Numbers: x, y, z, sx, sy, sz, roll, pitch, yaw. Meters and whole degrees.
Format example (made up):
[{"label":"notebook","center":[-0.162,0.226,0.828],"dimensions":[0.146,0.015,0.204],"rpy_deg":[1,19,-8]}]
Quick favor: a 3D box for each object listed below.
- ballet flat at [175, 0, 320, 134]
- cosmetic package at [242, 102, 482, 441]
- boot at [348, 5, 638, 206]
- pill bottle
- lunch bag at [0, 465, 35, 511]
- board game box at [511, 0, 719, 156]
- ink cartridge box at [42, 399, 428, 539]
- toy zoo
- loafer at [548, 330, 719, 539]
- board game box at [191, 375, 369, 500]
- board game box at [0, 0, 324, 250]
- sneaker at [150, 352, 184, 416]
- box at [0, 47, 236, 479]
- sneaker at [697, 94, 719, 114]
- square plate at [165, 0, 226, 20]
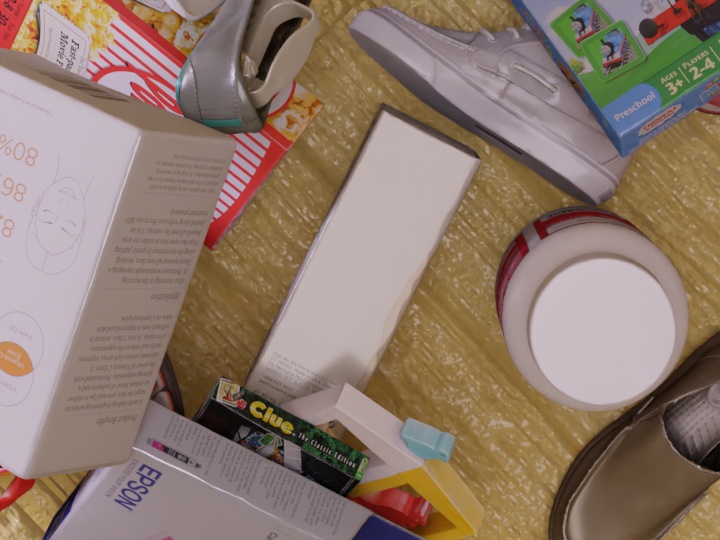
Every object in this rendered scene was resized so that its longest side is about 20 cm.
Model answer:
[{"label":"ballet flat","center":[-0.044,-0.160,1.264],"dimensions":[0.063,0.067,0.201],"rpy_deg":[6,58,29]},{"label":"cosmetic package","center":[0.000,0.000,1.368],"dimensions":[0.073,0.104,0.201],"rpy_deg":[27,98,-3]},{"label":"boot","center":[0.096,-0.133,1.375],"dimensions":[0.199,0.074,0.096],"rpy_deg":[33,86,-7]},{"label":"pill bottle","center":[0.140,0.023,1.317],"dimensions":[0.111,0.200,0.113],"rpy_deg":[0,97,2]},{"label":"lunch bag","center":[-0.246,0.067,1.356],"dimensions":[0.199,0.082,0.177],"rpy_deg":[-9,96,33]},{"label":"board game box","center":[0.167,-0.192,1.323],"dimensions":[0.151,0.037,0.201],"rpy_deg":[-33,68,-1]},{"label":"ink cartridge box","center":[-0.083,0.175,1.343],"dimensions":[0.199,0.196,0.043],"rpy_deg":[28,54,-9]},{"label":"toy zoo","center":[-0.013,0.130,1.339],"dimensions":[0.199,0.021,0.131],"rpy_deg":[-20,125,45]},{"label":"loafer","center":[0.195,0.119,1.393],"dimensions":[0.076,0.067,0.200],"rpy_deg":[38,96,-3]},{"label":"board game box","center":[-0.075,0.141,1.352],"dimensions":[0.104,0.200,0.024],"rpy_deg":[27,54,-7]},{"label":"board game box","center":[-0.135,-0.118,1.337],"dimensions":[0.200,0.152,0.046],"rpy_deg":[38,58,-2]},{"label":"sneaker","center":[-0.147,0.014,1.380],"dimensions":[0.077,0.082,0.201],"rpy_deg":[-24,88,44]},{"label":"box","center":[-0.184,-0.008,1.206],"dimensions":[0.152,0.106,0.201],"rpy_deg":[25,101,24]},{"label":"sneaker","center":[0.265,-0.117,1.348],"dimensions":[0.200,0.087,0.074],"rpy_deg":[39,73,-6]},{"label":"square plate","center":[-0.112,-0.261,1.316],"dimensions":[0.028,0.198,0.201],"rpy_deg":[-30,96,39]}]
